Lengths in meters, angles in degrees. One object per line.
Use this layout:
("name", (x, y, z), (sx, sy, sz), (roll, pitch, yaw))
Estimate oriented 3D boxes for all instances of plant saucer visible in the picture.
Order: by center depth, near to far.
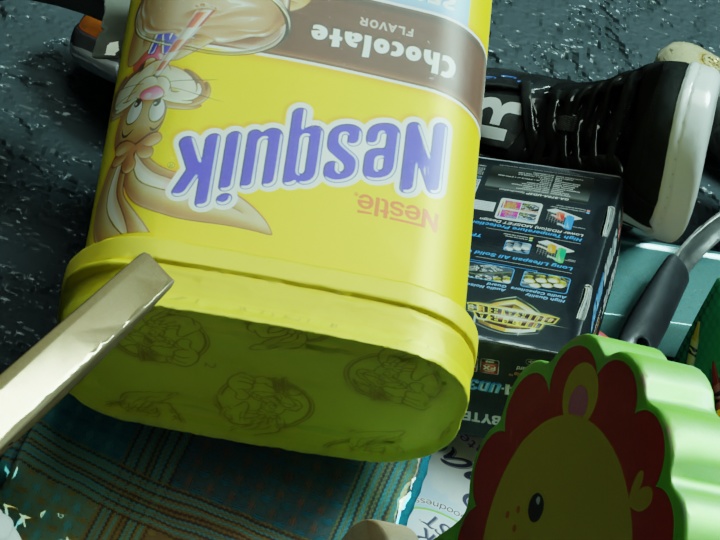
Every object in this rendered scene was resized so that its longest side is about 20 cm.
("plant saucer", (0.127, 0.010, 1.240), (0.199, 0.019, 0.070), (9, 40, -22))

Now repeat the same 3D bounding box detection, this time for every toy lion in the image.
("toy lion", (0.061, 0.130, 0.863), (0.068, 0.192, 0.201), (12, 61, -26))

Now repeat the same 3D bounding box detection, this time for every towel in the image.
("towel", (-0.067, 0.103, 0.959), (0.146, 0.022, 0.201), (20, 52, 6))

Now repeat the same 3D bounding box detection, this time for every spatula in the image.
("spatula", (0.157, -0.009, 1.240), (0.200, 0.020, 0.057), (-49, 119, -46))

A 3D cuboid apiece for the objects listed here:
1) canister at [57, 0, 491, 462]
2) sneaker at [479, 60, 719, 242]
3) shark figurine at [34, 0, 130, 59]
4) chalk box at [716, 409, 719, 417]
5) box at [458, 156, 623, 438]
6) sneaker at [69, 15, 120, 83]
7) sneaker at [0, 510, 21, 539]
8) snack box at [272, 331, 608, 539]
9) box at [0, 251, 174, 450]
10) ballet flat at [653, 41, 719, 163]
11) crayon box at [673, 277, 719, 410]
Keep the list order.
("canister", (-0.026, -0.043, 0.996), (0.147, 0.087, 0.201), (10, 58, -5))
("sneaker", (0.093, -0.057, 1.201), (0.111, 0.074, 0.200), (14, -8, 1))
("shark figurine", (-0.110, -0.102, 1.107), (0.213, 0.129, 0.090), (5, 36, 13))
("chalk box", (0.195, 0.144, 0.992), (0.200, 0.124, 0.124), (51, 38, -9))
("box", (0.000, 0.000, 1.095), (0.198, 0.046, 0.159), (8, 28, 9))
("sneaker", (-0.033, -0.122, 1.192), (0.199, 0.113, 0.077), (11, 4, 23))
("sneaker", (-0.104, 0.173, 0.853), (0.129, 0.080, 0.200), (24, 39, -13))
("snack box", (0.065, 0.097, 1.067), (0.142, 0.053, 0.200), (35, 39, 18))
("box", (-0.157, 0.084, 0.861), (0.021, 0.163, 0.200), (49, 42, -2))
("ballet flat", (0.231, -0.058, 1.348), (0.200, 0.057, 0.066), (38, 38, 18))
("crayon box", (0.252, 0.070, 1.199), (0.199, 0.058, 0.119), (5, 41, -23))
